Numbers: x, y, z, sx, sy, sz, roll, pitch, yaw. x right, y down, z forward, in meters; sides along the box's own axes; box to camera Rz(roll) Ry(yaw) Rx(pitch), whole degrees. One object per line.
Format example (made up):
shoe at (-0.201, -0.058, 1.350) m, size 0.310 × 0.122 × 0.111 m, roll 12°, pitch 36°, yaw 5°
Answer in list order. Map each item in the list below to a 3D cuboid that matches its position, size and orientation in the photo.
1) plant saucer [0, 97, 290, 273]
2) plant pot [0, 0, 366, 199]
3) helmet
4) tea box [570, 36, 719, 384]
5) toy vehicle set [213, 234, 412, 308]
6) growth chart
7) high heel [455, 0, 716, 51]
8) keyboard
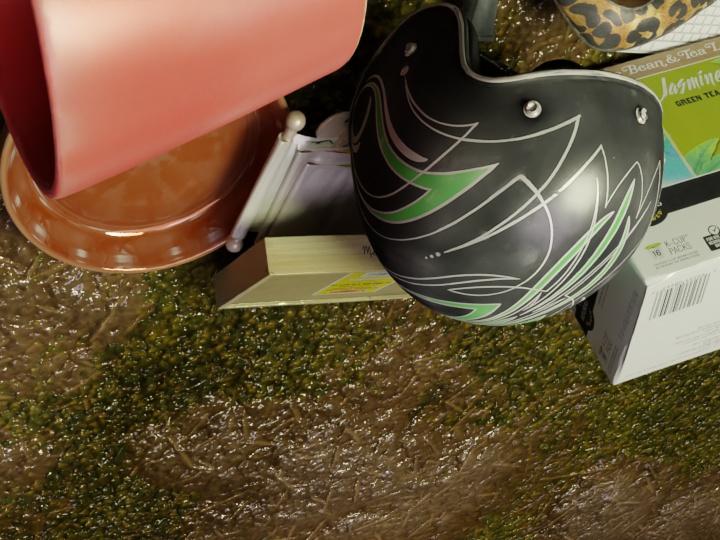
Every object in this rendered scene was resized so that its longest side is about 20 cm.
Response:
plant saucer at (-0.143, -0.079, 0.756) m, size 0.198 × 0.033 × 0.202 m, roll -15°, pitch 141°, yaw -13°
plant pot at (-0.103, -0.156, 0.580) m, size 0.175 × 0.201 × 0.202 m, roll -17°, pitch 141°, yaw -22°
helmet at (0.093, -0.061, 0.720) m, size 0.198 × 0.191 × 0.202 m, roll -18°, pitch 137°, yaw -17°
tea box at (0.247, -0.053, 0.856) m, size 0.198 × 0.198 × 0.134 m, roll -17°, pitch 145°, yaw -11°
toy vehicle set at (0.000, 0.000, 0.853) m, size 0.198 × 0.027 × 0.124 m, roll -2°, pitch 169°, yaw -26°
growth chart at (-0.007, -0.057, 0.835) m, size 0.199 × 0.018 × 0.145 m, roll 3°, pitch 133°, yaw -47°
high heel at (0.162, -0.216, 0.728) m, size 0.197 × 0.072 × 0.143 m, roll -6°, pitch 145°, yaw -8°
keyboard at (0.282, -0.190, 0.873) m, size 0.198 × 0.011 × 0.057 m, roll -3°, pitch 136°, yaw -25°
